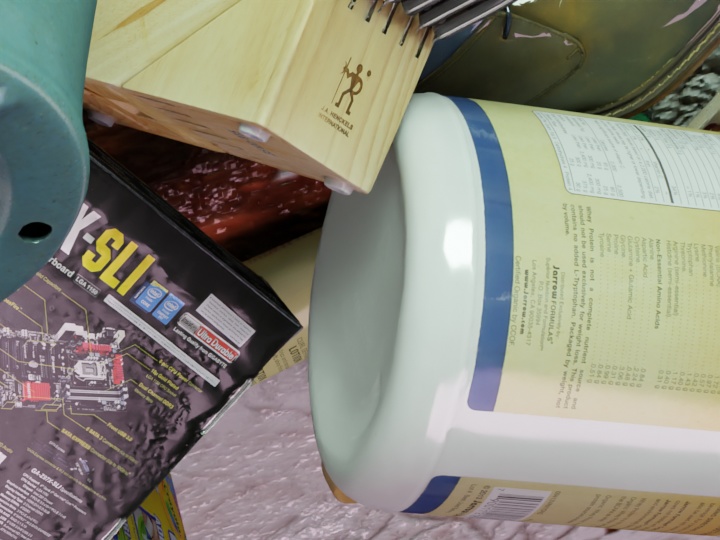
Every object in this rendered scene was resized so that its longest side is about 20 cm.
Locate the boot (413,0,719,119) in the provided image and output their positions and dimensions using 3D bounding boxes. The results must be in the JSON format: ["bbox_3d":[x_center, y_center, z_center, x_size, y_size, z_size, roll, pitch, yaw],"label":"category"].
[{"bbox_3d":[0.057,-0.092,0.744,0.200,0.075,0.097,-35,148,28],"label":"boot"}]

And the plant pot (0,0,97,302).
[{"bbox_3d":[-0.150,-0.086,0.532,0.198,0.189,0.201,-14,149,-9],"label":"plant pot"}]

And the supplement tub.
[{"bbox_3d":[0.092,0.019,0.738,0.198,0.145,0.145,6,143,-16],"label":"supplement tub"}]

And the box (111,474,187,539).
[{"bbox_3d":[-0.197,0.148,0.940,0.199,0.123,0.193,-24,150,9],"label":"box"}]

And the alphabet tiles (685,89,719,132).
[{"bbox_3d":[0.145,-0.012,0.892,0.167,0.008,0.200,-47,155,7],"label":"alphabet tiles"}]

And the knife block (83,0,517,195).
[{"bbox_3d":[-0.016,-0.123,0.685,0.064,0.199,0.177,31,79,-51],"label":"knife block"}]

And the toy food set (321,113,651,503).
[{"bbox_3d":[0.072,0.025,0.913,0.197,0.049,0.201,-30,153,-23],"label":"toy food set"}]

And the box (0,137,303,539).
[{"bbox_3d":[-0.141,0.020,0.740,0.160,0.049,0.200,-49,128,3],"label":"box"}]

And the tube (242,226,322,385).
[{"bbox_3d":[0.000,0.000,0.885,0.199,0.058,0.052,-26,106,-4],"label":"tube"}]
